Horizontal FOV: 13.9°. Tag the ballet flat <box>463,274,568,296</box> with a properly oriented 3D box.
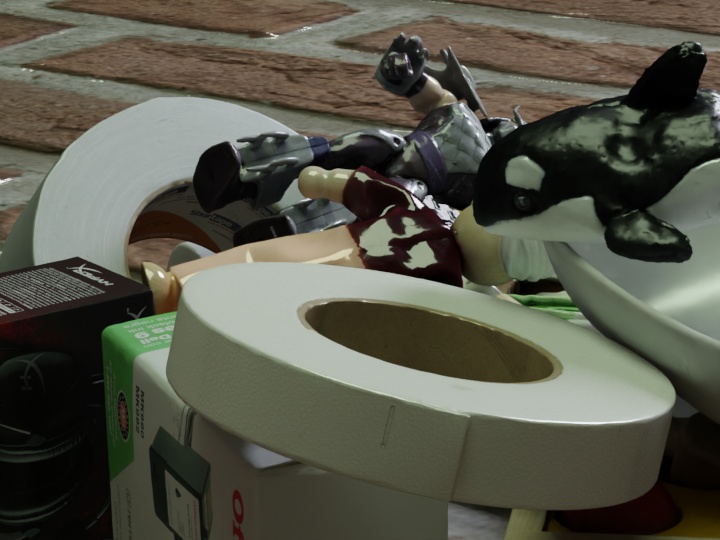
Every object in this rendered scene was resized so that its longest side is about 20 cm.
[{"bbox_3d":[0.085,0.024,1.427,0.199,0.068,0.064,8,-20,37],"label":"ballet flat"}]

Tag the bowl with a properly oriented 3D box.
[{"bbox_3d":[0.194,0.004,1.244,0.199,0.075,0.200,-19,29,-20],"label":"bowl"}]

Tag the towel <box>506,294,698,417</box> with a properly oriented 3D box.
[{"bbox_3d":[0.163,0.081,1.351,0.199,0.150,0.031,3,37,22],"label":"towel"}]

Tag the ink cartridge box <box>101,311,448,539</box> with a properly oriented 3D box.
[{"bbox_3d":[-0.039,0.111,1.249,0.084,0.147,0.200,-8,18,-20],"label":"ink cartridge box"}]

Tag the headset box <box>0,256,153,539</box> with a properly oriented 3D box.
[{"bbox_3d":[-0.193,0.089,1.343,0.199,0.149,0.077,-12,18,-33],"label":"headset box"}]

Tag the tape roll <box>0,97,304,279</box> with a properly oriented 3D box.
[{"bbox_3d":[-0.081,0.014,1.504,0.200,0.201,0.066,-13,-21,-32],"label":"tape roll"}]

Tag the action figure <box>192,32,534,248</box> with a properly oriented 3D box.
[{"bbox_3d":[0.019,-0.050,1.507,0.199,0.130,0.069,-17,-20,-34],"label":"action figure"}]

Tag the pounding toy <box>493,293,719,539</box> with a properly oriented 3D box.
[{"bbox_3d":[0.134,0.108,1.248,0.183,0.143,0.200,1,17,9],"label":"pounding toy"}]

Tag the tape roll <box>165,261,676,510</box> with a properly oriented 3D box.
[{"bbox_3d":[0.024,0.043,1.159,0.202,0.037,0.203,12,13,-3],"label":"tape roll"}]

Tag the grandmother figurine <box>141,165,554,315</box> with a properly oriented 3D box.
[{"bbox_3d":[0.000,0.000,1.388,0.199,0.122,0.061,-13,-24,-8],"label":"grandmother figurine"}]

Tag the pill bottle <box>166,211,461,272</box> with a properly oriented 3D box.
[{"bbox_3d":[-0.002,0.010,1.649,0.199,0.112,0.111,-10,18,-23],"label":"pill bottle"}]

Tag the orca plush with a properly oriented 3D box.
[{"bbox_3d":[0.142,-0.055,1.217,0.199,0.071,0.105,4,31,25],"label":"orca plush"}]

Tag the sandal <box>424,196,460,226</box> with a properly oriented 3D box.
[{"bbox_3d":[0.060,0.015,1.589,0.200,0.045,0.075,41,38,1],"label":"sandal"}]
